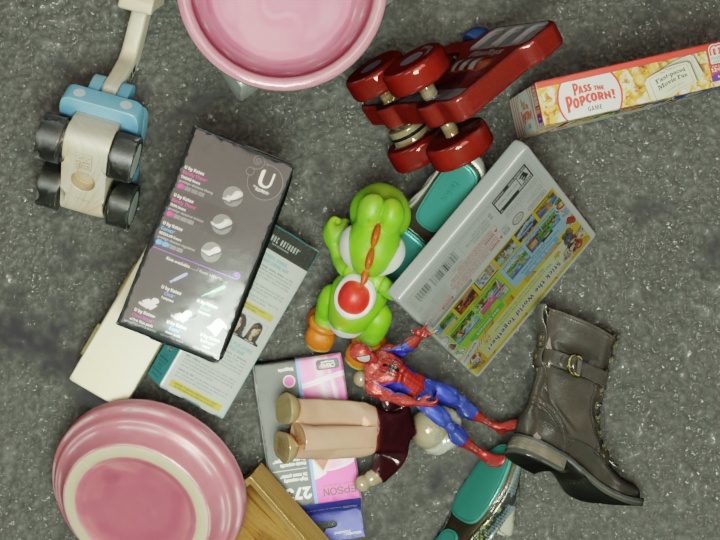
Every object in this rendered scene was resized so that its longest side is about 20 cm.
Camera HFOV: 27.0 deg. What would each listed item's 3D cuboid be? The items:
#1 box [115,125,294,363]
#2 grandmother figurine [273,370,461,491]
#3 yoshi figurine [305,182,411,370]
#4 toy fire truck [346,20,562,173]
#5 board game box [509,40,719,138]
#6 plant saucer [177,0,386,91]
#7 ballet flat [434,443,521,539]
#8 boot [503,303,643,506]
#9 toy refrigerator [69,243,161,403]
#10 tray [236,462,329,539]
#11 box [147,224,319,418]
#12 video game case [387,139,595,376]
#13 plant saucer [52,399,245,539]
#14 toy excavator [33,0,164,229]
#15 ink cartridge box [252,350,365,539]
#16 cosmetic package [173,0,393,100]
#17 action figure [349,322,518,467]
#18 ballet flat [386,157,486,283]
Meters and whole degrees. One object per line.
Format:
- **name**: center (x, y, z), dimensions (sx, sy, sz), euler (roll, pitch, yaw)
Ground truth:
- **box**: center (-0.145, -0.023, 1.437), dimensions (0.106, 0.122, 0.201), euler (21, 89, -3)
- **grandmother figurine**: center (0.012, 0.165, 1.530), dimensions (0.199, 0.061, 0.122), euler (1, 103, -25)
- **yoshi figurine**: center (0.009, -0.006, 1.511), dimensions (0.112, 0.112, 0.200), euler (-8, 134, -29)
- **toy fire truck**: center (0.093, -0.189, 1.500), dimensions (0.168, 0.200, 0.112), euler (-38, 109, -19)
- **board game box**: center (0.263, -0.182, 1.529), dimensions (0.199, 0.151, 0.046), euler (-14, 91, -5)
- **plant saucer**: center (-0.075, -0.270, 1.433), dimensions (0.200, 0.051, 0.201), euler (0, 91, -5)
- **ballet flat**: center (0.120, 0.275, 1.568), dimensions (0.074, 0.074, 0.200), euler (35, 89, -3)
- **boot**: center (0.241, 0.142, 1.563), dimensions (0.200, 0.069, 0.175), euler (31, 68, -30)
- **toy refrigerator**: center (-0.219, 0.036, 1.531), dimensions (0.070, 0.076, 0.200), euler (30, 88, -4)
- **tray**: center (-0.073, 0.303, 1.541), dimensions (0.099, 0.037, 0.200), euler (-39, 92, 28)
- **box**: center (-0.131, 0.043, 1.537), dimensions (0.082, 0.049, 0.200), euler (31, 87, -27)
- **video game case**: center (0.137, -0.008, 1.526), dimensions (0.200, 0.023, 0.182), euler (-50, 137, -3)
- **plant saucer**: center (-0.216, 0.227, 1.492), dimensions (0.200, 0.051, 0.201), euler (5, 116, 11)
- **toy excavator**: center (-0.252, -0.174, 1.519), dimensions (0.099, 0.195, 0.200), euler (14, 45, 0)
- **ink cartridge box**: center (-0.053, 0.189, 1.564), dimensions (0.094, 0.037, 0.201), euler (-8, 92, -4)
- **cosmetic package**: center (-0.094, -0.314, 1.518), dimensions (0.200, 0.123, 0.200), euler (-34, 93, -5)
- **action figure**: center (0.082, 0.121, 1.495), dimensions (0.200, 0.099, 0.065), euler (31, 62, -17)
- **ballet flat**: center (0.064, -0.048, 1.549), dimensions (0.069, 0.069, 0.200), euler (41, 116, -3)
